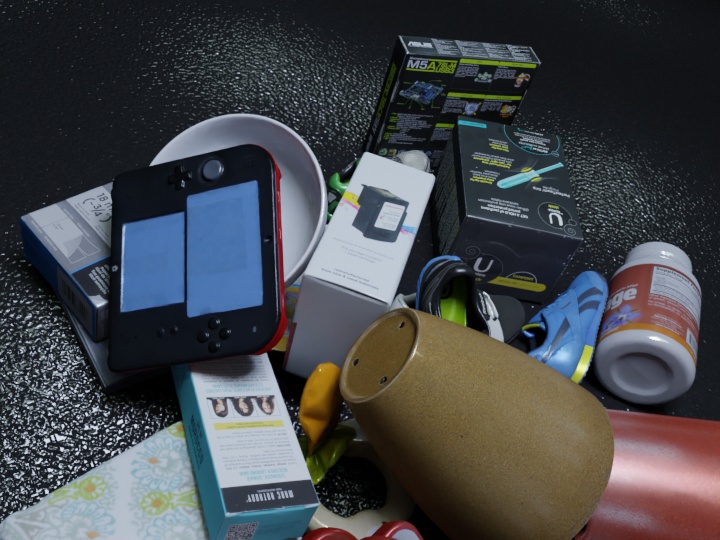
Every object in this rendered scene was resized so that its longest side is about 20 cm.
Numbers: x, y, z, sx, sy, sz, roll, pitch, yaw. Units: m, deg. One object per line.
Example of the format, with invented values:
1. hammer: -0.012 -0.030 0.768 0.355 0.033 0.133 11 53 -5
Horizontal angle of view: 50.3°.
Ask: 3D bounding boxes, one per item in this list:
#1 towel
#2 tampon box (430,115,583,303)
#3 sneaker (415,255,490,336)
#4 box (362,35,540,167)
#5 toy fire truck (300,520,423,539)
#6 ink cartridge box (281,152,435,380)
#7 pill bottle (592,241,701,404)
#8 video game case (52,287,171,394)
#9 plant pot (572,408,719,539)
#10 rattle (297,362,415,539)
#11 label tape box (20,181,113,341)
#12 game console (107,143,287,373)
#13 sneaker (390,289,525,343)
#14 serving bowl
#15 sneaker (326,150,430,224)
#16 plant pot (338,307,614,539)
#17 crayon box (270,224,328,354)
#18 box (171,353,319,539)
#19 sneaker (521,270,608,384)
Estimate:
1. towel: -0.170 0.231 0.644 0.200 0.048 0.171 -27 58 -36
2. tampon box: 0.181 -0.080 0.997 0.150 0.126 0.200 11 46 -8
3. sneaker: 0.091 0.085 0.794 0.071 0.083 0.200 1 92 -14
4. box: 0.122 -0.227 1.069 0.200 0.193 0.048 -2 47 -19
5. toy fire truck: -0.006 0.300 0.582 0.200 0.112 0.168 -34 95 -32
6. ink cartridge box: 0.000 0.000 0.774 0.083 0.146 0.200 19 44 3
7. pill bottle: 0.353 0.056 0.936 0.112 0.112 0.200 25 45 6
8. video game case: -0.244 0.029 0.828 0.143 0.019 0.200 -18 57 -31
9. plant pot: 0.286 0.219 0.718 0.195 0.201 0.201 11 45 3
10. rattle: 0.020 0.197 0.678 0.130 0.143 0.200 1 40 -38
11. label tape box: -0.236 -0.031 0.829 0.200 0.063 0.144 -30 63 -37
12. game console: -0.154 -0.012 0.706 0.177 0.031 0.200 -8 72 12
13. sneaker: 0.117 0.049 0.883 0.200 0.089 0.074 -8 50 -27
14. serving bowl: -0.123 -0.051 0.760 0.200 0.066 0.200 -4 73 13
15. sneaker: 0.029 -0.115 1.009 0.078 0.085 0.200 40 48 19
16. plant pot: 0.082 0.127 0.664 0.200 0.186 0.187 39 39 -25
17. crayon box: -0.044 0.033 0.868 0.126 0.052 0.200 11 45 -9
18. box: -0.109 0.142 0.685 0.082 0.049 0.200 3 40 -28
19. sneaker: 0.246 0.056 0.931 0.078 0.066 0.200 28 46 4
